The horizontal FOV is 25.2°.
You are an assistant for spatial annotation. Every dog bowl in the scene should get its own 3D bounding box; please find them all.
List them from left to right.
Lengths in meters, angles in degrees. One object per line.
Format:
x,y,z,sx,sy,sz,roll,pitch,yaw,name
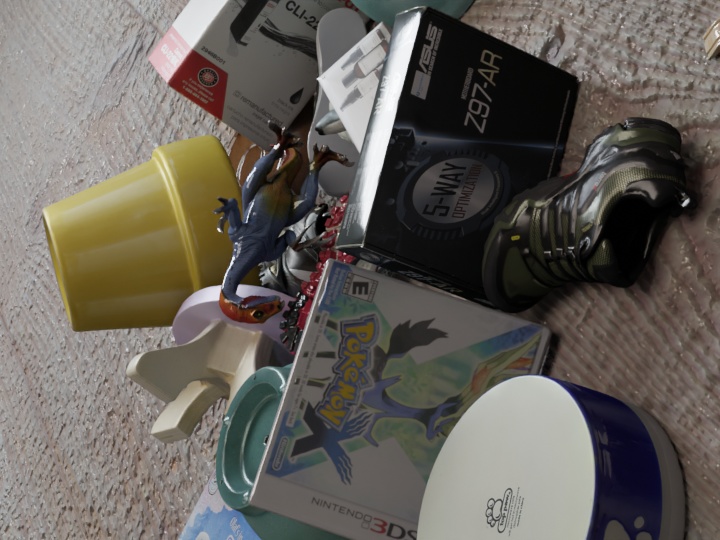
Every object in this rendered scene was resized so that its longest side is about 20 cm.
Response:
0.126,0.175,1.104,0.200,0.079,0.200,-39,40,43,dog bowl

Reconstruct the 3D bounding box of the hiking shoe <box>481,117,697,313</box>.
0.160,-0.021,1.174,0.200,0.076,0.101,-47,32,34,hiking shoe

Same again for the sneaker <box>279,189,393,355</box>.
0.000,0.000,1.452,0.081,0.075,0.200,17,73,49,sneaker

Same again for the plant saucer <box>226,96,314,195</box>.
-0.110,-0.109,1.753,0.200,0.032,0.200,-38,41,43,plant saucer

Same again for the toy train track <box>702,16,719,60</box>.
0.275,-0.160,1.107,0.115,0.033,0.200,-42,40,41,toy train track

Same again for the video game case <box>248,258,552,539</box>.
0.030,0.112,1.227,0.022,0.182,0.200,54,-126,-82,video game case

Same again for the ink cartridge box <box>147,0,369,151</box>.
-0.099,-0.249,1.668,0.200,0.144,0.084,-53,33,8,ink cartridge box

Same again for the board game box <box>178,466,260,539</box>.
-0.131,0.310,1.503,0.199,0.043,0.200,-62,29,12,board game box

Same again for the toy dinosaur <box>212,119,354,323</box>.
-0.077,-0.035,1.475,0.182,0.105,0.200,-64,-1,-5,toy dinosaur

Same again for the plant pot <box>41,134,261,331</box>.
-0.216,-0.021,1.634,0.201,0.189,0.201,165,90,-77,plant pot

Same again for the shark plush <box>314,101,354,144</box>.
0.036,-0.167,1.480,0.200,0.091,0.083,-32,38,49,shark plush

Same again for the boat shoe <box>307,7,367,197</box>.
-0.015,-0.162,1.597,0.057,0.069,0.200,84,-173,-72,boat shoe

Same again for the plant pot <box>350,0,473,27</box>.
0.033,-0.336,1.541,0.200,0.134,0.200,-40,40,44,plant pot

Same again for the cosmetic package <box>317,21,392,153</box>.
0.041,-0.116,1.390,0.083,0.051,0.200,-41,56,18,cosmetic package

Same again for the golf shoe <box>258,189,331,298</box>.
-0.049,-0.032,1.571,0.094,0.078,0.200,-32,33,12,golf shoe

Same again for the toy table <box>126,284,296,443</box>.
-0.123,0.100,1.512,0.200,0.184,0.117,-36,25,58,toy table

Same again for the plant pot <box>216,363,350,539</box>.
-0.035,0.153,1.332,0.200,0.134,0.200,-39,41,45,plant pot

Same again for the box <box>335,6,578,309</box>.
0.079,-0.086,1.270,0.044,0.160,0.200,-4,68,59,box
